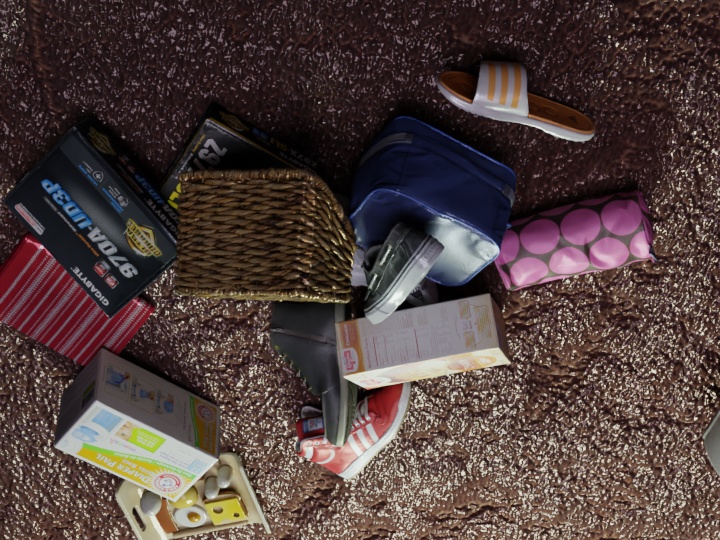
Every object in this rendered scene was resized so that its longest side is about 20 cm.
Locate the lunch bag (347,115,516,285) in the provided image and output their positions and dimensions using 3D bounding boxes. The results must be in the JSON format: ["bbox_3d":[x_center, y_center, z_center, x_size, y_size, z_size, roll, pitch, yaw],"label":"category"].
[{"bbox_3d":[0.091,-0.085,1.546,0.199,0.133,0.136,26,147,-16],"label":"lunch bag"}]

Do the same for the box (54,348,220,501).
[{"bbox_3d":[-0.302,0.214,1.781,0.199,0.102,0.113,30,121,-26],"label":"box"}]

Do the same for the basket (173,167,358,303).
[{"bbox_3d":[-0.105,-0.039,1.532,0.198,0.142,0.150,0,86,30],"label":"basket"}]

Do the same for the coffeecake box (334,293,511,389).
[{"bbox_3d":[0.083,0.093,1.661,0.198,0.074,0.153,-11,167,10],"label":"coffeecake box"}]

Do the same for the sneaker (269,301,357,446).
[{"bbox_3d":[-0.063,0.134,1.729,0.105,0.075,0.202,0,98,11],"label":"sneaker"}]

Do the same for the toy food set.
[{"bbox_3d":[-0.244,0.353,1.915,0.198,0.061,0.144,-12,124,11],"label":"toy food set"}]

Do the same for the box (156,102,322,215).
[{"bbox_3d":[-0.165,-0.088,1.609,0.159,0.050,0.200,30,121,-15],"label":"box"}]

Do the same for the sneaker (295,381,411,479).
[{"bbox_3d":[-0.017,0.206,1.795,0.112,0.072,0.200,24,125,-18],"label":"sneaker"}]

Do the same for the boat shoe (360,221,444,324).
[{"bbox_3d":[0.037,-0.004,1.518,0.071,0.072,0.200,41,149,3],"label":"boat shoe"}]

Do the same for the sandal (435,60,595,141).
[{"bbox_3d":[0.185,-0.208,1.497,0.205,0.079,0.060,13,124,-17],"label":"sandal"}]

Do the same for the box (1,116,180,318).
[{"bbox_3d":[-0.319,-0.063,1.595,0.159,0.046,0.200,-37,98,29],"label":"box"}]

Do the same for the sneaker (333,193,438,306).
[{"bbox_3d":[0.000,0.000,1.650,0.200,0.075,0.115,40,119,-17],"label":"sneaker"}]

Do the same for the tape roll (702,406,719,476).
[{"bbox_3d":[0.569,0.213,1.696,0.201,0.203,0.140,16,124,-9],"label":"tape roll"}]

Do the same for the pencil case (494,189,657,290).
[{"bbox_3d":[0.263,-0.031,1.609,0.198,0.091,0.094,-12,131,13],"label":"pencil case"}]

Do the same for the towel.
[{"bbox_3d":[-0.393,0.044,1.728,0.199,0.023,0.145,33,118,-21],"label":"towel"}]
